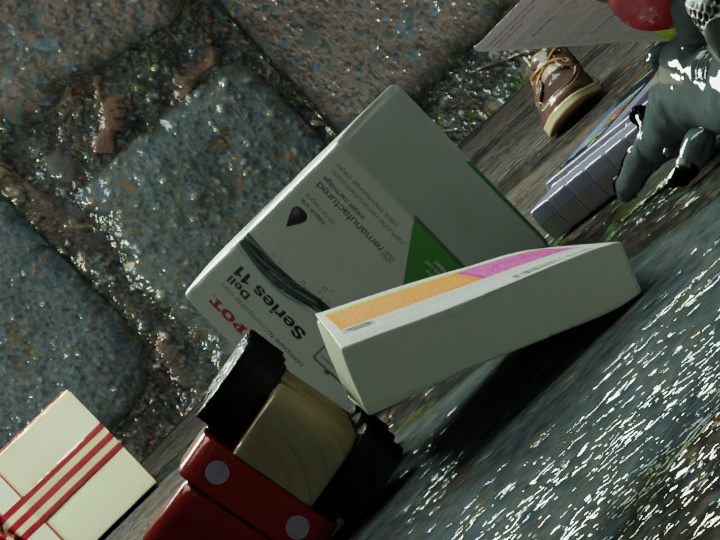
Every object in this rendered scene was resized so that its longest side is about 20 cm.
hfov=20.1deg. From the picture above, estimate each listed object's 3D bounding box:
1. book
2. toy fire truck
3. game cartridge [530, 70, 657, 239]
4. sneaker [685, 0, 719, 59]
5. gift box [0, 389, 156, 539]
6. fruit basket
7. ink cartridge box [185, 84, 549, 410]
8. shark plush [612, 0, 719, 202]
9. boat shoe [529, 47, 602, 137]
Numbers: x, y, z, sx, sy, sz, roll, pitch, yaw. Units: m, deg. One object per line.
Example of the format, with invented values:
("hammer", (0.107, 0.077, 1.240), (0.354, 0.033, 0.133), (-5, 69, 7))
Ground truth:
("book", (0.051, 0.021, 0.984), (0.133, 0.048, 0.200), (-22, 1, -3))
("toy fire truck", (-0.089, 0.132, 1.050), (0.200, 0.129, 0.176), (-55, 3, 0))
("game cartridge", (0.194, -0.108, 1.313), (0.130, 0.038, 0.200), (-34, 9, 49))
("sneaker", (0.212, -0.138, 0.890), (0.200, 0.091, 0.078), (-46, 4, -40))
("gift box", (-0.383, 0.258, 2.478), (0.187, 0.200, 0.185), (-46, -2, -12))
("fruit basket", (0.183, -0.170, 1.072), (0.200, 0.094, 0.185), (-2, -22, -30))
("ink cartridge box", (0.000, 0.000, 1.312), (0.200, 0.147, 0.083), (-42, 4, 45))
("shark plush", (0.166, -0.083, 1.044), (0.200, 0.091, 0.083), (-29, 45, 57))
("boat shoe", (0.197, -0.189, 2.051), (0.072, 0.072, 0.200), (-43, 3, 16))
